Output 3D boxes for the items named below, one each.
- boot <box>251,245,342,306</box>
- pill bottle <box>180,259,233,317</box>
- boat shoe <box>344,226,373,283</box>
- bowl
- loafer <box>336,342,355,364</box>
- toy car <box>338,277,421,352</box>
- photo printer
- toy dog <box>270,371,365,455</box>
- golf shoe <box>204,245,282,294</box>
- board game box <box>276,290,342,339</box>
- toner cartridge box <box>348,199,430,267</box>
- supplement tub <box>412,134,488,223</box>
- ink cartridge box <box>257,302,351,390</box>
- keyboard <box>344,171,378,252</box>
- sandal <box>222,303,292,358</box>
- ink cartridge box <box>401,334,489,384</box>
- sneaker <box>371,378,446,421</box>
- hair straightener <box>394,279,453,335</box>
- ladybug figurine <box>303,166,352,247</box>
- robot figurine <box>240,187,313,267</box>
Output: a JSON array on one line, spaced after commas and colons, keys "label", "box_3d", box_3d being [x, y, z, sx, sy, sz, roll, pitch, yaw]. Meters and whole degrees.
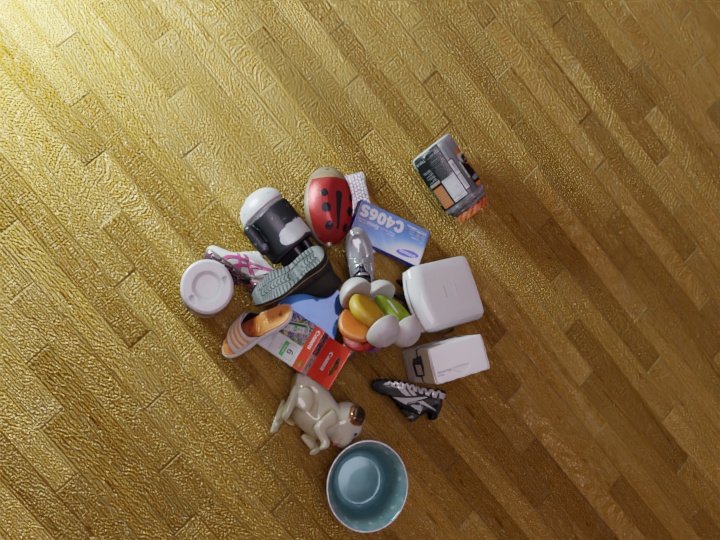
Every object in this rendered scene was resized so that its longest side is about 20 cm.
[{"label": "boot", "box_3d": [-0.140, 0.047, 1.606, 0.197, 0.139, 0.079, -30, 53, 5]}, {"label": "pill bottle", "box_3d": [-0.342, 0.045, 1.537, 0.110, 0.200, 0.117, 2, 83, -14]}, {"label": "boat shoe", "box_3d": [0.000, 0.000, 1.677, 0.070, 0.069, 0.206, -2, 102, -6]}, {"label": "bowl", "box_3d": [0.005, 0.498, 1.629, 0.195, 0.105, 0.207, 2, 84, -15]}, {"label": "loafer", "box_3d": [0.019, 0.161, 1.690, 0.070, 0.070, 0.200, 45, 74, 3]}, {"label": "toy car", "box_3d": [0.030, 0.121, 1.589, 0.197, 0.151, 0.176, 6, 37, -49]}, {"label": "photo printer", "box_3d": [0.198, 0.060, 1.718, 0.196, 0.069, 0.171, -10, 77, -32]}, {"label": "toy dog", "box_3d": [-0.088, 0.337, 1.622, 0.196, 0.140, 0.197, 28, 44, -9]}, {"label": "golf shoe", "box_3d": [-0.274, -0.010, 1.636, 0.197, 0.072, 0.094, 30, 57, -16]}, {"label": "board game box", "box_3d": [-0.130, 0.118, 1.671, 0.154, 0.039, 0.206, 14, 80, -3]}, {"label": "toner cartridge box", "box_3d": [0.069, -0.091, 1.734, 0.196, 0.043, 0.097, 23, 81, -12]}, {"label": "supplement tub", "box_3d": [0.232, -0.230, 1.764, 0.122, 0.122, 0.202, -36, 94, -16]}, {"label": "ink cartridge box", "box_3d": [-0.130, 0.173, 1.590, 0.197, 0.050, 0.110, 30, 81, 18]}, {"label": "keyboard", "box_3d": [0.004, -0.144, 1.751, 0.055, 0.011, 0.206, -13, 87, -16]}, {"label": "sandal", "box_3d": [-0.248, 0.122, 1.579, 0.204, 0.059, 0.081, -31, 48, 18]}, {"label": "ink cartridge box", "box_3d": [0.201, 0.212, 1.665, 0.141, 0.200, 0.087, -14, 87, -16]}, {"label": "sneaker", "box_3d": [0.116, 0.321, 1.699, 0.195, 0.066, 0.093, 15, 78, -15]}, {"label": "hair straightener", "box_3d": [0.156, 0.106, 1.754, 0.198, 0.041, 0.078, 35, 76, -13]}, {"label": "ladybug figurine", "box_3d": [-0.070, -0.158, 1.684, 0.133, 0.071, 0.206, 5, 77, -35]}, {"label": "robot figurine", "box_3d": [-0.197, -0.096, 1.632, 0.124, 0.150, 0.201, -39, 91, -2]}]
